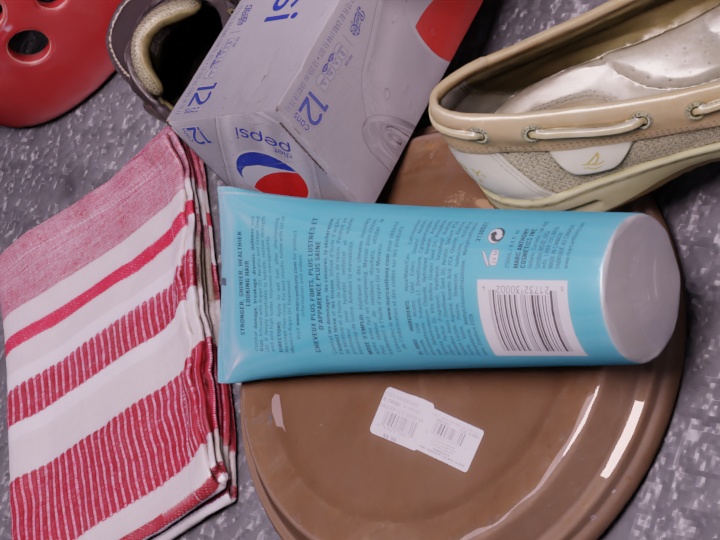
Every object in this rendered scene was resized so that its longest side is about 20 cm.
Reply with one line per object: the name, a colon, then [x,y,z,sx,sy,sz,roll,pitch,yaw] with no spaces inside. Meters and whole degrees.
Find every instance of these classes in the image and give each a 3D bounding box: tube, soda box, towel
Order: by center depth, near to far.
tube: [0.019,0.006,0.763,0.199,0.050,0.078,1,87,39]
soda box: [0.006,-0.117,0.847,0.068,0.063,0.201,-3,50,45]
towel: [-0.120,0.045,0.969,0.144,0.023,0.201,-34,49,31]

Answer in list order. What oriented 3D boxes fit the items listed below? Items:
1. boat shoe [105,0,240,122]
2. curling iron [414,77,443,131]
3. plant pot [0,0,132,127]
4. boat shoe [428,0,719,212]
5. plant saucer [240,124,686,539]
boat shoe: [-0.075,-0.102,0.958,0.200,0.065,0.074,27,94,55]
curling iron: [0.000,0.000,0.863,0.049,0.025,0.201,-4,68,48]
plant pot: [-0.213,-0.198,1.074,0.200,0.182,0.201,-26,52,38]
boat shoe: [0.122,-0.081,0.725,0.200,0.063,0.074,-22,53,19]
plant saucer: [0.029,0.031,0.794,0.199,0.029,0.201,-14,64,32]
